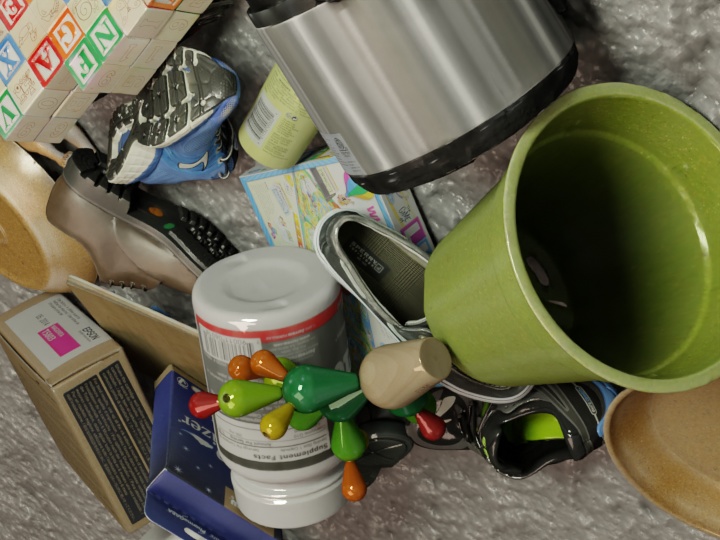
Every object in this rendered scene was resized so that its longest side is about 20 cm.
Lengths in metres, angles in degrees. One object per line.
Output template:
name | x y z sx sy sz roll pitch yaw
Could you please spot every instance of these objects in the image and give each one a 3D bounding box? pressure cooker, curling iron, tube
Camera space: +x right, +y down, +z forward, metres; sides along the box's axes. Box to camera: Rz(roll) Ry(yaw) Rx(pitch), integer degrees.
pressure cooker | 0.023 -0.170 1.083 0.176 0.179 0.200 -22 109 38
curling iron | -0.178 -0.164 1.320 0.200 0.050 0.026 -28 73 31
tube | -0.024 -0.156 1.239 0.058 0.052 0.200 11 135 -26

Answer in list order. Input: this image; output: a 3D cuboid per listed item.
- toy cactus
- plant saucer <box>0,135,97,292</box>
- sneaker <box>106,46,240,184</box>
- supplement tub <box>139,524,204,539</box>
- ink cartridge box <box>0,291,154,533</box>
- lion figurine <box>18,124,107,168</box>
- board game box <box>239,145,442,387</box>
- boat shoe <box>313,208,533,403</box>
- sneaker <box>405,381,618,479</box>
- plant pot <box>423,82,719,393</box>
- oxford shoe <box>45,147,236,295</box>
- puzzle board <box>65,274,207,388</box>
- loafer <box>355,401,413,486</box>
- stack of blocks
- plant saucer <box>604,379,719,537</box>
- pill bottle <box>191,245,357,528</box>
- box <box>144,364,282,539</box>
toy cactus | -0.004 0.093 1.215 0.200 0.102 0.165 18 150 -35
plant saucer | -0.321 -0.049 1.541 0.200 0.035 0.200 32 149 22
sneaker | -0.130 -0.116 1.328 0.200 0.089 0.079 153 119 -63
supplement tub | -0.120 0.316 1.619 0.200 0.140 0.140 52 138 -7
ink cartridge box | -0.244 0.122 1.555 0.200 0.075 0.165 31 147 59
lion figurine | -0.277 -0.148 1.431 0.122 0.072 0.200 25 137 27
board game box | 0.000 0.000 1.338 0.134 0.034 0.200 -8 112 43
boat shoe | 0.047 0.031 1.246 0.200 0.072 0.071 36 179 -6
sneaker | 0.106 0.115 1.318 0.200 0.083 0.071 -3 118 44
plant pot | 0.137 0.000 1.148 0.200 0.200 0.190 50 152 -5
oxford shoe | -0.171 -0.014 1.427 0.200 0.073 0.084 36 114 -3
puzzle board | -0.158 0.071 1.488 0.151 0.017 0.200 21 161 21
loafer | -0.015 0.150 1.475 0.072 0.063 0.200 14 150 -27
stack of blocks | -0.204 -0.183 1.274 0.200 0.059 0.115 -46 66 28
plant saucer | 0.270 0.123 1.190 0.200 0.035 0.200 19 145 14
pill bottle | -0.062 0.093 1.342 0.114 0.114 0.200 13 125 31
box | -0.120 0.168 1.435 0.121 0.200 0.032 35 111 -20
